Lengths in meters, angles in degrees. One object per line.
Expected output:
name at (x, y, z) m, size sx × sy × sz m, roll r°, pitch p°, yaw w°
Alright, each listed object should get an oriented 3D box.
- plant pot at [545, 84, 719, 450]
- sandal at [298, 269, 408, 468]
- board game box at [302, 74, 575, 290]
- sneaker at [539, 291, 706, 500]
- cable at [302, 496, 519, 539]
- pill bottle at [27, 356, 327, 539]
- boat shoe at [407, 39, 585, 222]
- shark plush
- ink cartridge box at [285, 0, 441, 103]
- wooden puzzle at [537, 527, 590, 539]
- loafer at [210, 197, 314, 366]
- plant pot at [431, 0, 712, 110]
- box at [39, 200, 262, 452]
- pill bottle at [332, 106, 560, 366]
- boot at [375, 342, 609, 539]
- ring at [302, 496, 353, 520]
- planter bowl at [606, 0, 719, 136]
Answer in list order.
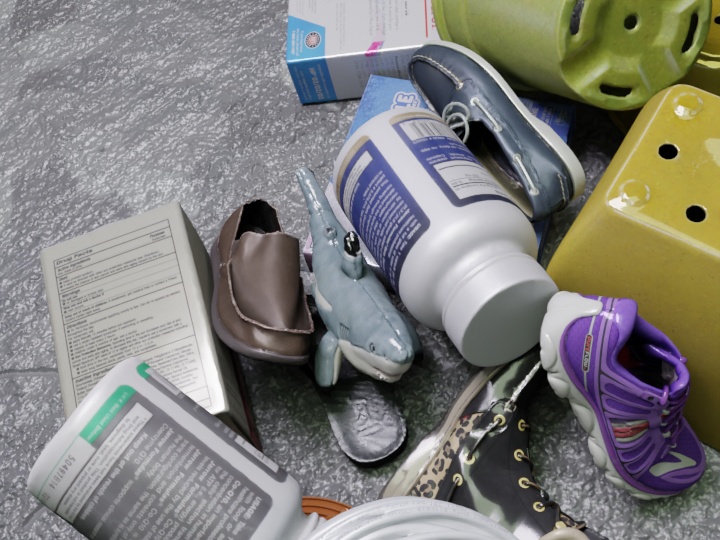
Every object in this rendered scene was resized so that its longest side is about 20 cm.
plant pot at (0.248, -0.017, 0.731) m, size 0.193 × 0.200 × 0.196 m, roll 27°, pitch 70°, yaw 23°
sandal at (-0.022, 0.067, 0.824) m, size 0.075 × 0.048 × 0.201 m, roll -30°, pitch 59°, yaw -8°
board game box at (0.073, -0.072, 0.885) m, size 0.197 × 0.043 × 0.202 m, roll 11°, pitch 64°, yaw 17°
sneaker at (0.197, 0.093, 0.688) m, size 0.083 × 0.200 × 0.081 m, roll -5°, pitch 48°, yaw 43°
cable at (0.029, 0.238, 0.588) m, size 0.199 × 0.069 × 0.200 m, roll -39°, pitch 89°, yaw -12°
pill bottle at (-0.111, 0.161, 0.668) m, size 0.199 × 0.113 × 0.113 m, roll 38°, pitch 72°, yaw 0°
boat shoe at (0.100, -0.117, 0.841) m, size 0.062 × 0.075 × 0.200 m, roll -32°, pitch 69°, yaw -22°
shark plush at (0.000, 0.000, 0.791) m, size 0.090 × 0.084 × 0.202 m, roll -6°, pitch 60°, yaw -9°
ink cartridge box at (0.032, -0.236, 0.969) m, size 0.197 × 0.068 × 0.116 m, roll -5°, pitch 61°, yaw 9°
wooden puzzle at (0.111, 0.296, 0.635) m, size 0.185 × 0.037 × 0.201 m, roll -40°, pitch 59°, yaw 22°
loafer at (-0.082, 0.002, 0.797) m, size 0.072 × 0.072 × 0.200 m, roll 9°, pitch 28°, yaw -25°
plant pot at (0.181, -0.219, 0.811) m, size 0.199 × 0.202 × 0.184 m, roll -26°, pitch 30°, yaw -4°
box at (-0.172, 0.068, 0.819) m, size 0.127 × 0.109 × 0.202 m, roll -19°, pitch 59°, yaw 1°
pill bottle at (0.064, -0.026, 0.752) m, size 0.110 × 0.112 × 0.201 m, roll -28°, pitch 48°, yaw -5°
boot at (0.121, 0.154, 0.728) m, size 0.200 × 0.073 × 0.150 m, roll -47°, pitch 63°, yaw -4°
ring at (-0.049, 0.263, 0.715) m, size 0.198 × 0.019 × 0.203 m, roll -11°, pitch 62°, yaw 21°
planter bowl at (0.314, -0.197, 0.884) m, size 0.198 × 0.084 × 0.202 m, roll -5°, pitch 61°, yaw 9°
